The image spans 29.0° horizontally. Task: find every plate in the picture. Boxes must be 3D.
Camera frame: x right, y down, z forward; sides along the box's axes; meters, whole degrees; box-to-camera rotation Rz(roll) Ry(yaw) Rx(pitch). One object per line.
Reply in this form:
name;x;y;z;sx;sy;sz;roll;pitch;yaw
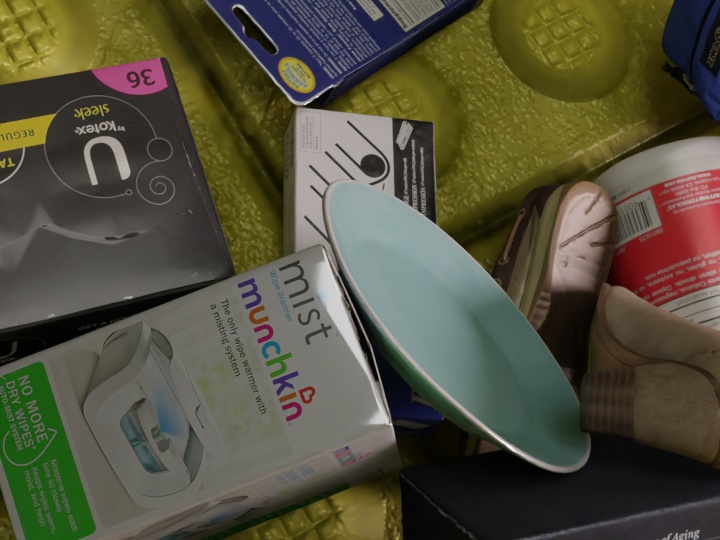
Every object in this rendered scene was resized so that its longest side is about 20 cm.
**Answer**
plate;0.046;0.032;0.745;0.200;0.026;0.201;39;21;-18

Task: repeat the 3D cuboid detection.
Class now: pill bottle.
pill bottle;0.221;0.026;0.888;0.111;0.112;0.201;-8;72;-19

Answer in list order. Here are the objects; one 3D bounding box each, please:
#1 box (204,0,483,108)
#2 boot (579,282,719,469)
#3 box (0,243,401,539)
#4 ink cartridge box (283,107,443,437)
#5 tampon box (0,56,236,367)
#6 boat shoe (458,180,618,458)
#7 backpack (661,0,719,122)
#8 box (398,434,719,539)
box;-0.015;-0.190;0.939;0.200;0.032;0.121;-36;83;-34
boot;0.198;0.057;0.762;0.145;0.200;0.071;1;110;12
box;-0.075;0.078;0.707;0.175;0.200;0.097;-20;76;-3
ink cartridge box;0.000;0.000;0.871;0.093;0.044;0.202;4;68;-13
tampon box;-0.168;-0.001;0.735;0.149;0.200;0.127;-14;73;-21
boat shoe;0.099;0.039;0.876;0.072;0.072;0.202;20;83;-35
backpack;0.304;-0.139;0.920;0.166;0.164;0.201;1;35;-15
box;0.135;0.199;0.746;0.198;0.124;0.198;-7;104;-19
